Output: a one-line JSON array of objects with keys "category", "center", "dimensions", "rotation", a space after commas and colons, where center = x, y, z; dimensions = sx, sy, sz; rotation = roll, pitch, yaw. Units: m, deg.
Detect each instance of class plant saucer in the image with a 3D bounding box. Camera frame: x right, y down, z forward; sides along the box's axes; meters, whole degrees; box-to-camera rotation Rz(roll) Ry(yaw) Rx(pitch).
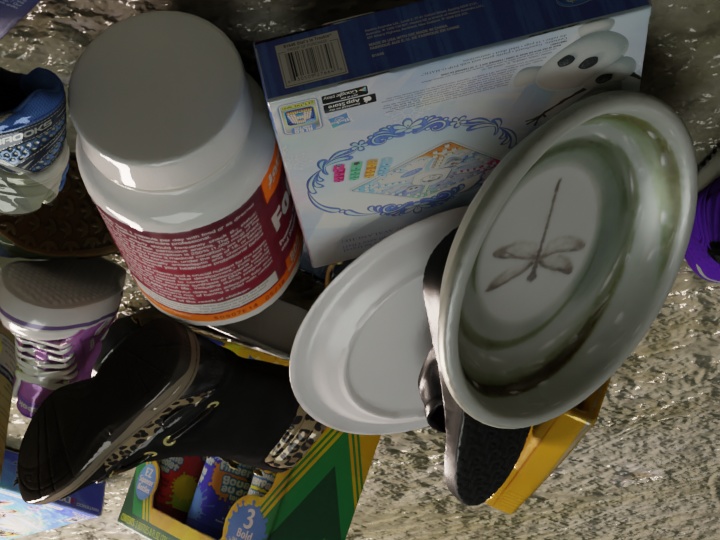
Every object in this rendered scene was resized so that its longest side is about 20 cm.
[{"category": "plant saucer", "center": [0.105, -0.011, 0.893], "dimensions": [0.050, 0.201, 0.200], "rotation": [33, 177, 39]}]

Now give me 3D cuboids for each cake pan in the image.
[{"category": "cake pan", "center": [-0.037, 0.048, 1.152], "dimensions": [0.199, 0.037, 0.200], "rotation": [21, 178, 1]}]

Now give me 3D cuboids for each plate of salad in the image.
[{"category": "plate of salad", "center": [0.046, 0.028, 1.002], "dimensions": [0.199, 0.048, 0.201], "rotation": [-17, 139, -15]}]

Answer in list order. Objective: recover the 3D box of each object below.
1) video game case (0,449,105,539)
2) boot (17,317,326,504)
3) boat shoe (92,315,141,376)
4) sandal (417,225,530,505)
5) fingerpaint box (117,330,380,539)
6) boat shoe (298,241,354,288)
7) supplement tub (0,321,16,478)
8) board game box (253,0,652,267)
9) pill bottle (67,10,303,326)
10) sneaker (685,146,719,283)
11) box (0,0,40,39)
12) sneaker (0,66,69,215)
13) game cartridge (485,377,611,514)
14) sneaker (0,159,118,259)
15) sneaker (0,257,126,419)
[{"category": "video game case", "center": [-0.398, 0.228, 1.667], "dimensions": [0.181, 0.046, 0.200], "rotation": [-17, 149, 39]}, {"category": "boot", "center": [-0.125, 0.108, 1.086], "dimensions": [0.150, 0.073, 0.200], "rotation": [16, 135, -40]}, {"category": "boat shoe", "center": [-0.204, 0.081, 1.314], "dimensions": [0.063, 0.074, 0.201], "rotation": [48, 158, -4]}, {"category": "sandal", "center": [0.065, 0.053, 0.968], "dimensions": [0.048, 0.075, 0.201], "rotation": [29, 138, 40]}, {"category": "fingerpaint box", "center": [-0.086, 0.147, 1.233], "dimensions": [0.073, 0.168, 0.200], "rotation": [23, 174, -38]}, {"category": "boat shoe", "center": [0.000, 0.000, 1.075], "dimensions": [0.199, 0.091, 0.071], "rotation": [4, 155, -4]}, {"category": "supplement tub", "center": [-0.339, 0.112, 1.220], "dimensions": [0.144, 0.201, 0.145], "rotation": [2, 155, 1]}, {"category": "board game box", "center": [0.054, -0.082, 0.894], "dimensions": [0.199, 0.044, 0.199], "rotation": [-14, 154, -1]}, {"category": "pill bottle", "center": [-0.099, -0.056, 0.936], "dimensions": [0.114, 0.115, 0.200], "rotation": [0, 156, 5]}, {"category": "sneaker", "center": [0.241, -0.020, 0.994], "dimensions": [0.069, 0.100, 0.200], "rotation": [6, 155, -2]}, {"category": "box", "center": [-0.229, -0.157, 0.826], "dimensions": [0.121, 0.033, 0.200], "rotation": [19, 153, -32]}, {"category": "sneaker", "center": [-0.244, -0.103, 0.839], "dimensions": [0.199, 0.077, 0.085], "rotation": [15, 133, -10]}, {"category": "game cartridge", "center": [0.142, 0.056, 1.085], "dimensions": [0.032, 0.177, 0.200], "rotation": [24, 153, 0]}, {"category": "sneaker", "center": [-0.251, -0.042, 1.056], "dimensions": [0.199, 0.068, 0.090], "rotation": [6, 171, -18]}, {"category": "sneaker", "center": [-0.205, 0.053, 1.085], "dimensions": [0.072, 0.115, 0.200], "rotation": [19, -175, 3]}]
